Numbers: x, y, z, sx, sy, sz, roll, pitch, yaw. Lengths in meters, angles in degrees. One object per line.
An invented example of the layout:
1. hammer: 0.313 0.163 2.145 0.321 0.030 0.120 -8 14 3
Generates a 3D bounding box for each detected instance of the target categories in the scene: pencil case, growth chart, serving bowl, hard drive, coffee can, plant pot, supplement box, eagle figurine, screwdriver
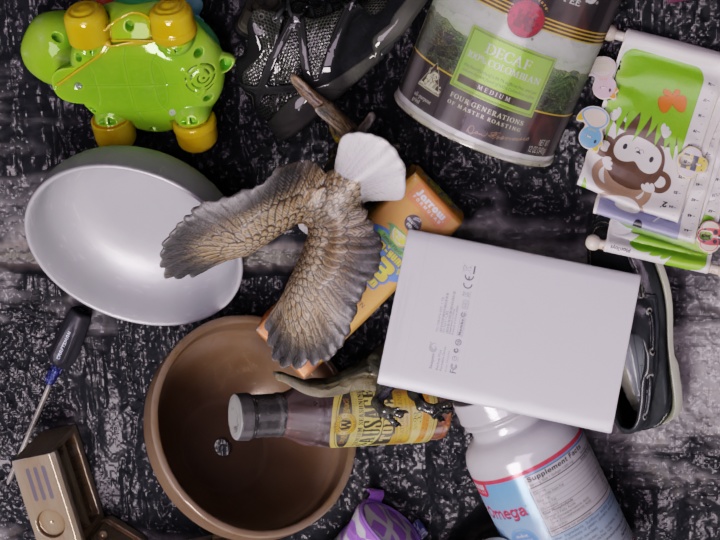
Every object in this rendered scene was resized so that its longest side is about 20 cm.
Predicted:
1. pencil case: -0.029 0.298 1.485 0.200 0.084 0.086 -47 58 17
2. growth chart: 0.251 -0.101 1.325 0.143 0.018 0.203 7 88 5
3. serving bowl: -0.195 -0.041 1.405 0.198 0.066 0.201 7 138 6
4. hard drive: 0.124 0.050 1.320 0.198 0.025 0.134 11 84 6
5. coffee can: 0.129 -0.206 1.278 0.145 0.146 0.202 23 109 4
6. plant pot: -0.110 0.150 1.430 0.201 0.201 0.093 46 148 -4
7. supplement box: 0.000 0.000 1.388 0.067 0.069 0.200 44 97 -3
8. eagle figurine: -0.047 -0.035 1.306 0.151 0.151 0.201 29 74 32
9. screwdriver: -0.307 0.121 1.513 0.029 0.028 0.201 22 107 -27

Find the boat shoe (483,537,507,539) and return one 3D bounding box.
1. boat shoe: 0.075 0.299 1.432 0.073 0.062 0.200 53 140 2

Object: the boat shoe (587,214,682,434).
1. boat shoe: 0.224 0.049 1.361 0.074 0.066 0.202 11 119 49

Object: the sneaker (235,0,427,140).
1. sneaker: -0.031 -0.212 1.344 0.199 0.076 0.114 -37 102 23

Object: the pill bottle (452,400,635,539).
1. pill bottle: 0.160 0.189 1.401 0.108 0.109 0.202 -24 99 16

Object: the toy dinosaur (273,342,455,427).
1. toy dinosaur: 0.029 0.095 1.368 0.088 0.198 0.048 53 146 31

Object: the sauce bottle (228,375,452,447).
1. sauce bottle: -0.018 0.126 1.394 0.198 0.066 0.067 -3 108 -22

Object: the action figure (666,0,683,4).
1. action figure: 0.332 -0.265 1.266 0.197 0.134 0.150 4 64 -3

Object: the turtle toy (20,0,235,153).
1. turtle toy: -0.203 -0.186 1.370 0.197 0.102 0.147 1 132 10

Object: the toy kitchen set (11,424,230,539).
1. toy kitchen set: -0.211 0.244 1.460 0.198 0.163 0.182 -12 103 14
